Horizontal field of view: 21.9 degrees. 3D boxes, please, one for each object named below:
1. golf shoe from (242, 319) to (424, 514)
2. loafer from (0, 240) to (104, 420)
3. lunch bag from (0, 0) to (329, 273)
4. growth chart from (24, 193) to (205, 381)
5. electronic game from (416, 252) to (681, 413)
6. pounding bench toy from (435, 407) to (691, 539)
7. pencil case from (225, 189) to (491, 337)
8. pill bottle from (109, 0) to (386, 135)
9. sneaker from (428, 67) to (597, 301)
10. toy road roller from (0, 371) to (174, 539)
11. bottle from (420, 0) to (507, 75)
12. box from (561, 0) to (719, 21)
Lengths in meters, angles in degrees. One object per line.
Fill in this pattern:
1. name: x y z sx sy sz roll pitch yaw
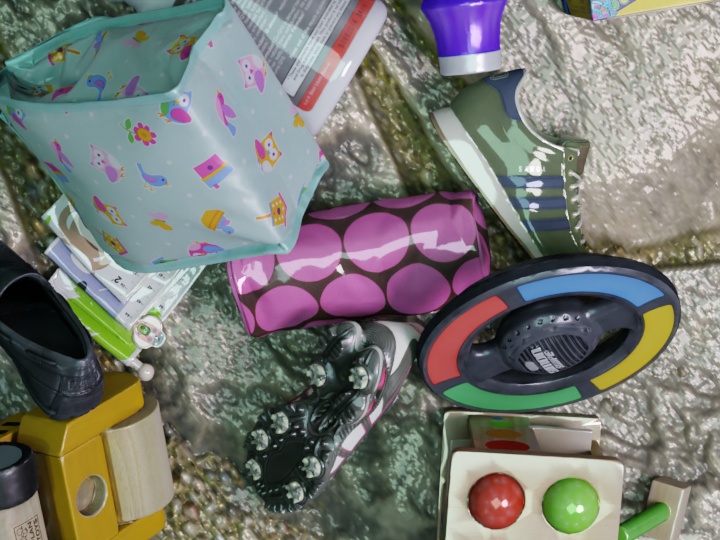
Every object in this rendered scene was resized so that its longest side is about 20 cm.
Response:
1. golf shoe: -0.017 0.113 1.413 0.077 0.088 0.200 54 130 19
2. loafer: -0.252 0.023 1.373 0.201 0.068 0.071 46 141 29
3. lunch bag: -0.149 -0.091 1.323 0.199 0.123 0.171 -5 135 34
4. growth chart: -0.171 -0.036 1.430 0.144 0.018 0.201 32 97 -4
5. electronic game: 0.139 0.049 1.373 0.198 0.201 0.042 -13 58 2
6. pounding bench toy: 0.159 0.186 1.394 0.198 0.156 0.126 3 99 -1
7. pencil case: 0.000 0.000 1.405 0.198 0.091 0.094 -7 133 3
8. pill bottle: -0.090 -0.195 1.355 0.199 0.116 0.116 32 98 -5
9. sneaker: 0.142 -0.062 1.400 0.090 0.067 0.201 -37 98 4
10. toy road roller: -0.252 0.159 1.402 0.145 0.199 0.124 10 117 39
11. bottle: 0.071 -0.245 1.364 0.065 0.084 0.202 -7 98 1
12. box: 0.196 -0.281 1.300 0.121 0.200 0.195 -9 98 2
